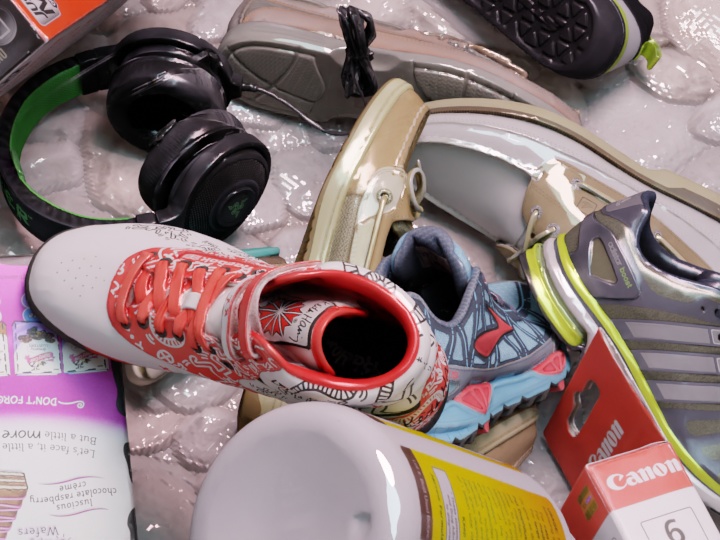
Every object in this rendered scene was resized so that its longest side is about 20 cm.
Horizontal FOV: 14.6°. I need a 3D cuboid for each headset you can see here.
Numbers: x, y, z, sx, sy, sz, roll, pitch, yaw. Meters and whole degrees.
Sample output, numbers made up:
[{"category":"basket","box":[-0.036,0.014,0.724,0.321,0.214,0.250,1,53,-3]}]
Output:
[{"category":"headset","box":[-0.087,-0.079,1.423,0.200,0.094,0.124,-15,54,-13]}]

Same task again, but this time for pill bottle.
[{"category":"pill bottle","box":[0.021,0.126,1.214,0.200,0.109,0.109,24,38,-55]}]

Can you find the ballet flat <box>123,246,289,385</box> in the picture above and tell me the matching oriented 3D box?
[{"category":"ballet flat","box":[-0.130,0.027,1.378,0.200,0.071,0.065,-5,85,-14]}]

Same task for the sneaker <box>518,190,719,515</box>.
[{"category":"sneaker","box":[0.168,0.047,1.393,0.200,0.081,0.074,49,18,-1]}]

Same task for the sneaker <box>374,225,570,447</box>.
[{"category":"sneaker","box":[0.049,0.023,1.355,0.079,0.096,0.200,3,14,21]}]

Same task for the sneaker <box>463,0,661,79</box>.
[{"category":"sneaker","box":[0.089,-0.177,1.570,0.200,0.072,0.083,50,34,19]}]

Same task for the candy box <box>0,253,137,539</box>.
[{"category":"candy box","box":[-0.175,0.097,1.279,0.136,0.061,0.200,-2,75,-16]}]

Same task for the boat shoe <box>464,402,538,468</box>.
[{"category":"boat shoe","box":[0.019,0.126,1.347,0.200,0.071,0.065,-33,105,-37]}]

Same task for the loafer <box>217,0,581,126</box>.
[{"category":"loafer","box":[0.025,-0.107,1.495,0.200,0.072,0.063,15,48,-1]}]

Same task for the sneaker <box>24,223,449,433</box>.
[{"category":"sneaker","box":[-0.057,0.015,1.221,0.201,0.108,0.067,20,78,9]}]

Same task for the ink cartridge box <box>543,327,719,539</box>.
[{"category":"ink cartridge box","box":[0.126,0.140,1.331,0.050,0.109,0.200,-16,62,-23]}]

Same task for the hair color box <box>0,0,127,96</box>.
[{"category":"hair color box","box":[-0.162,-0.138,1.393,0.061,0.101,0.200,51,29,-6]}]

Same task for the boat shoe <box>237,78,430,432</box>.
[{"category":"boat shoe","box":[0.000,0.000,1.400,0.063,0.073,0.201,21,67,3]}]

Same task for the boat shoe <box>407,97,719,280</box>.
[{"category":"boat shoe","box":[0.106,-0.028,1.458,0.200,0.075,0.068,19,52,-1]}]
